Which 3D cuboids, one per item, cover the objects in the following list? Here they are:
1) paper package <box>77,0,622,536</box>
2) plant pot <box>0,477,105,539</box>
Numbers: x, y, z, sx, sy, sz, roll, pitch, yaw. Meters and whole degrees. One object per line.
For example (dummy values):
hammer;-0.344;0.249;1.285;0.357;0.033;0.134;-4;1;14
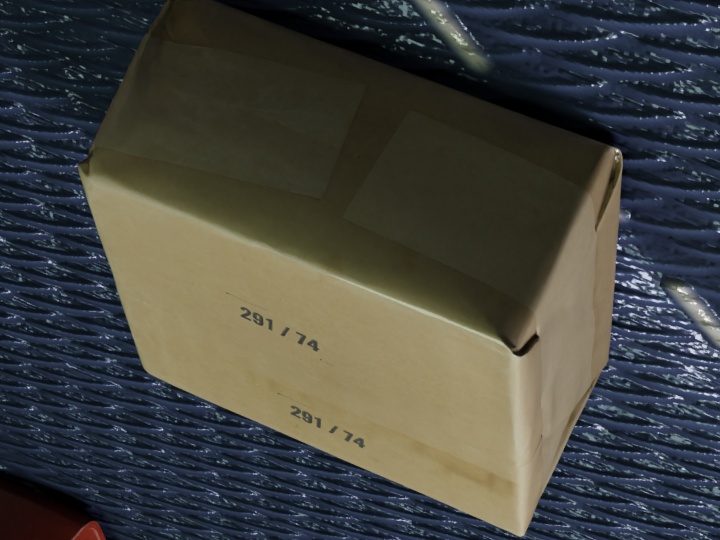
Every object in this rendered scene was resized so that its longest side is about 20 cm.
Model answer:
paper package;0.000;0.000;1.006;0.200;0.104;0.191;21;154;15
plant pot;-0.293;0.242;1.656;0.176;0.200;0.200;32;157;24
